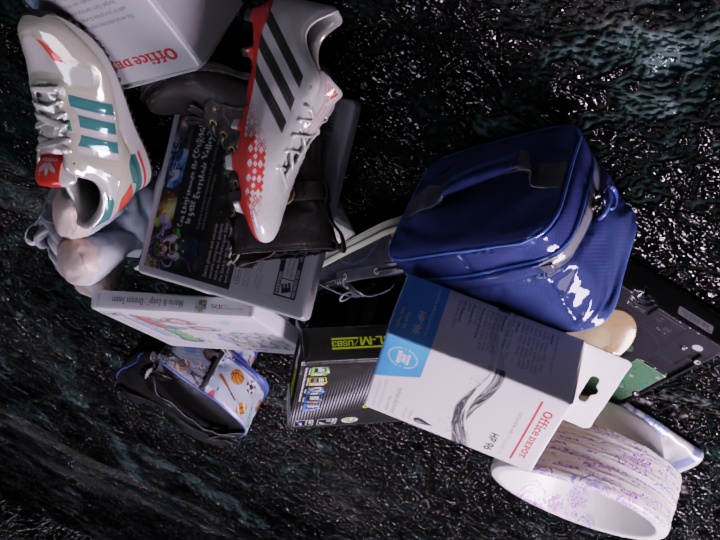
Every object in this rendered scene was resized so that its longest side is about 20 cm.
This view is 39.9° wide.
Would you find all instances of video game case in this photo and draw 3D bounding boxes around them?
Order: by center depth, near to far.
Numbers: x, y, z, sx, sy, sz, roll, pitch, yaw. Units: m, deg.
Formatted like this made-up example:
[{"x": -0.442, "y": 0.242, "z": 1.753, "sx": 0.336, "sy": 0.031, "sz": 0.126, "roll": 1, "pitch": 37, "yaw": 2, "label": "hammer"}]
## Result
[{"x": -0.105, "y": -0.074, "z": 0.920, "sx": 0.179, "sy": 0.204, "sz": 0.023, "roll": 15, "pitch": -178, "yaw": 19, "label": "video game case"}, {"x": -0.163, "y": 0.059, "z": 1.069, "sx": 0.179, "sy": 0.024, "sz": 0.200, "roll": 3, "pitch": 165, "yaw": 15, "label": "video game case"}]

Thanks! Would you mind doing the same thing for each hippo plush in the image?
[{"x": -0.215, "y": -0.045, "z": 1.036, "sx": 0.158, "sy": 0.163, "sz": 0.200, "roll": 6, "pitch": 173, "yaw": 6, "label": "hippo plush"}]

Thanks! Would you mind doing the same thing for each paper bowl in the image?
[{"x": 0.249, "y": 0.208, "z": 1.083, "sx": 0.197, "sy": 0.106, "sz": 0.201, "roll": 20, "pitch": 158, "yaw": 8, "label": "paper bowl"}]

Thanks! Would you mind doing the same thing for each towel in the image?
[{"x": 0.285, "y": 0.190, "z": 1.169, "sx": 0.198, "sy": 0.024, "sz": 0.147, "roll": 32, "pitch": 148, "yaw": -8, "label": "towel"}]

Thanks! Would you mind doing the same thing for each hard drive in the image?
[{"x": 0.252, "y": 0.065, "z": 0.992, "sx": 0.138, "sy": 0.038, "sz": 0.200, "roll": 30, "pitch": 149, "yaw": -5, "label": "hard drive"}]

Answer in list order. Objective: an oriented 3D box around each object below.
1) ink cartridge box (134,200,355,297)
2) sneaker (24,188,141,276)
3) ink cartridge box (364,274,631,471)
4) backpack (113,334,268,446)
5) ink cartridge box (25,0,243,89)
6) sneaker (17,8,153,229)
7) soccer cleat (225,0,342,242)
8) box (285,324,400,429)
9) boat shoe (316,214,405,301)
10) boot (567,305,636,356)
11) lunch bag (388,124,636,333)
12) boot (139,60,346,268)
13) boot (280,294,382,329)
[{"x": -0.113, "y": -0.019, "z": 0.988, "sx": 0.198, "sy": 0.060, "sz": 0.104, "roll": -32, "pitch": 159, "yaw": 13, "label": "ink cartridge box"}, {"x": -0.300, "y": -0.033, "z": 1.192, "sx": 0.198, "sy": 0.116, "sz": 0.075, "roll": 30, "pitch": 150, "yaw": -6, "label": "sneaker"}, {"x": 0.112, "y": 0.095, "z": 0.833, "sx": 0.197, "sy": 0.068, "sz": 0.117, "roll": 20, "pitch": 141, "yaw": 5, "label": "ink cartridge box"}, {"x": -0.224, "y": 0.151, "z": 1.380, "sx": 0.190, "sy": 0.155, "sz": 0.199, "roll": 43, "pitch": 153, "yaw": -12, "label": "backpack"}, {"x": -0.214, "y": -0.257, "z": 0.819, "sx": 0.143, "sy": 0.085, "sz": 0.201, "roll": -1, "pitch": 139, "yaw": 40, "label": "ink cartridge box"}, {"x": -0.251, "y": -0.124, "z": 0.864, "sx": 0.069, "sy": 0.094, "sz": 0.202, "roll": 11, "pitch": 140, "yaw": 26, "label": "sneaker"}, {"x": -0.057, "y": -0.124, "z": 0.808, "sx": 0.084, "sy": 0.204, "sz": 0.069, "roll": 2, "pitch": 172, "yaw": 13, "label": "soccer cleat"}, {"x": 0.016, "y": 0.121, "z": 1.125, "sx": 0.189, "sy": 0.048, "sz": 0.201, "roll": 0, "pitch": 151, "yaw": -10, "label": "box"}, {"x": 0.000, "y": 0.000, "z": 1.044, "sx": 0.199, "sy": 0.074, "sz": 0.063, "roll": -27, "pitch": 85, "yaw": 50, "label": "boat shoe"}, {"x": 0.162, "y": 0.046, "z": 0.934, "sx": 0.199, "sy": 0.145, "sz": 0.071, "roll": -23, "pitch": 111, "yaw": 26, "label": "boot"}, {"x": 0.129, "y": -0.034, "z": 0.838, "sx": 0.198, "sy": 0.137, "sz": 0.132, "roll": -12, "pitch": 134, "yaw": 43, "label": "lunch bag"}, {"x": -0.107, "y": -0.091, "z": 0.874, "sx": 0.196, "sy": 0.178, "sz": 0.069, "roll": 0, "pitch": 176, "yaw": 17, "label": "boot"}, {"x": -0.074, "y": 0.050, "z": 1.181, "sx": 0.166, "sy": 0.077, "sz": 0.200, "roll": 25, "pitch": 156, "yaw": -4, "label": "boot"}]
